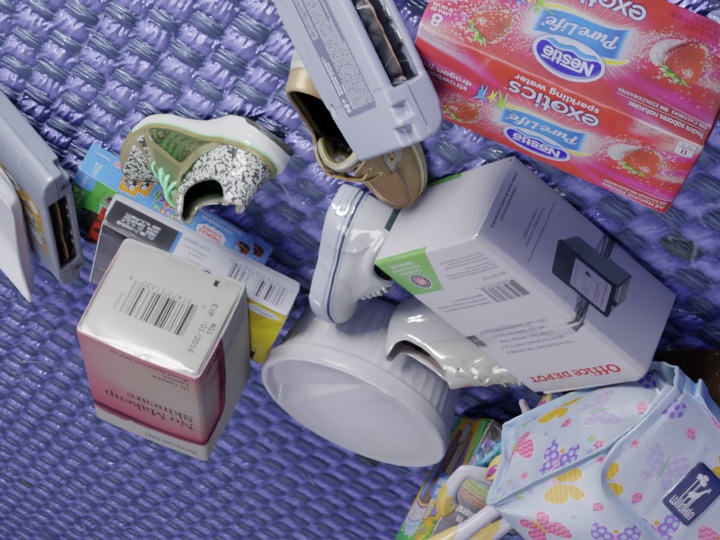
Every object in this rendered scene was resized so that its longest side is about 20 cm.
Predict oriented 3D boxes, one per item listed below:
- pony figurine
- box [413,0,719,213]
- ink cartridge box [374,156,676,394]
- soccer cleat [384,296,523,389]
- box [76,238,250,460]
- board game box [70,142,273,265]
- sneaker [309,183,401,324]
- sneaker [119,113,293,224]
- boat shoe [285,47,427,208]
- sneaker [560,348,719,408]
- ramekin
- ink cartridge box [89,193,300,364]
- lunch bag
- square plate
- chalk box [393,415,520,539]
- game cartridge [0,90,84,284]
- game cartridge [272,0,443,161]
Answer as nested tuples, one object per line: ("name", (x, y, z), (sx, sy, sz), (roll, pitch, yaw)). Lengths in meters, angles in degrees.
("pony figurine", (0.174, 0.215, 1.638), (0.192, 0.167, 0.200), (28, 114, -25))
("box", (0.138, -0.132, 1.143), (0.199, 0.096, 0.100), (24, 156, 5))
("ink cartridge box", (0.136, 0.009, 1.429), (0.200, 0.084, 0.145), (38, 153, -23))
("soccer cleat", (0.118, 0.083, 1.596), (0.199, 0.078, 0.069), (19, 154, 15))
("box", (-0.184, 0.079, 1.657), (0.127, 0.109, 0.200), (21, 153, 9))
("board game box", (-0.199, -0.036, 1.719), (0.199, 0.037, 0.151), (30, 154, -9))
("sneaker", (0.000, 0.000, 1.556), (0.071, 0.073, 0.200), (25, 155, 9))
("sneaker", (-0.153, -0.084, 1.522), (0.199, 0.089, 0.077), (-1, 144, 45))
("boat shoe", (-0.008, -0.106, 1.367), (0.074, 0.067, 0.200), (8, 149, 34))
("sneaker", (0.279, 0.116, 1.515), (0.199, 0.067, 0.090), (3, 151, 26))
("ramekin", (0.009, 0.104, 1.721), (0.201, 0.095, 0.203), (21, 155, 10))
("ink cartridge box", (-0.169, 0.022, 1.710), (0.197, 0.047, 0.200), (25, 152, -2))
("lunch bag", (0.233, 0.179, 1.449), (0.199, 0.127, 0.170), (-28, 116, 31))
("square plate", (-0.384, -0.087, 1.727), (0.200, 0.028, 0.198), (48, 158, 18))
("chalk box", (0.120, 0.265, 1.770), (0.124, 0.201, 0.124), (31, 173, -9))
("game cartridge", (-0.325, -0.082, 1.690), (0.133, 0.041, 0.200), (43, 157, 19))
("game cartridge", (-0.017, -0.172, 1.161), (0.201, 0.041, 0.133), (64, 160, -6))
